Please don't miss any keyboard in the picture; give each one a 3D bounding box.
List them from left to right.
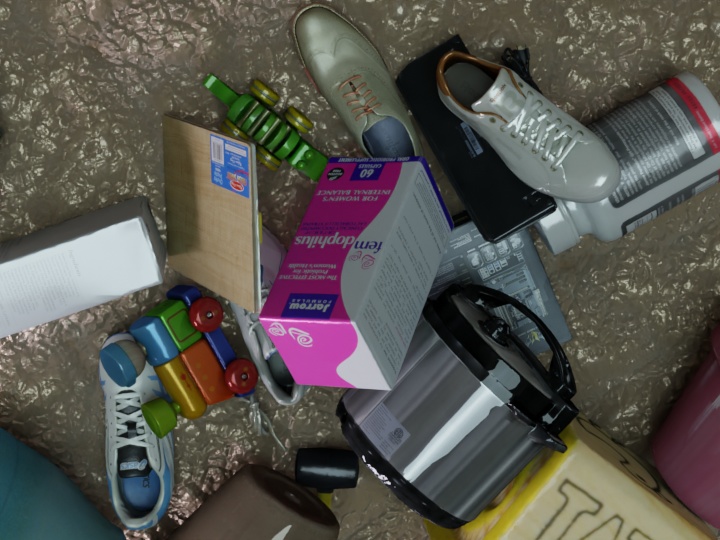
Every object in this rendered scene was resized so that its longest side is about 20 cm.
[{"bbox_3d":[0.128,-0.136,1.479,0.127,0.021,0.200,-30,74,8],"label":"keyboard"}]

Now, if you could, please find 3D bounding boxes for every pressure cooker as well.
[{"bbox_3d":[0.099,0.119,1.455,0.176,0.179,0.200,40,99,-11],"label":"pressure cooker"}]

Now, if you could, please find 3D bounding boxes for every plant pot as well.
[{"bbox_3d":[-0.335,0.267,1.504,0.188,0.200,0.200,33,99,-25],"label":"plant pot"},{"bbox_3d":[-0.113,0.289,1.520,0.200,0.200,0.175,31,97,-12],"label":"plant pot"},{"bbox_3d":[0.394,0.156,1.551,0.200,0.200,0.179,35,114,-13],"label":"plant pot"}]

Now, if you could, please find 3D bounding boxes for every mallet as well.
[{"bbox_3d":[-0.029,0.274,1.610,0.066,0.041,0.201,-4,109,-1],"label":"mallet"}]

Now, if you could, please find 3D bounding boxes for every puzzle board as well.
[{"bbox_3d":[-0.135,-0.056,1.436,0.017,0.200,0.151,-8,106,-28],"label":"puzzle board"}]

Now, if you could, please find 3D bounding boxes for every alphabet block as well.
[{"bbox_3d":[0.206,0.263,1.550,0.200,0.195,0.197,37,96,-14],"label":"alphabet block"}]

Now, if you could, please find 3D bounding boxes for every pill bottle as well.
[{"bbox_3d":[0.253,-0.097,1.503,0.200,0.111,0.111,-29,105,2],"label":"pill bottle"}]

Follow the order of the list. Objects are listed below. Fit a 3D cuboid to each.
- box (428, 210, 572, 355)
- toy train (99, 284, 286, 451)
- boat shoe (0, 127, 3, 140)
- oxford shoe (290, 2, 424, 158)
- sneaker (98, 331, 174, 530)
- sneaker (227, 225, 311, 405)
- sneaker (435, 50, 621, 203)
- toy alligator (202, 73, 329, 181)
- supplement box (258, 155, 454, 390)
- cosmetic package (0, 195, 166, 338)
[{"bbox_3d":[0.090,0.035,1.551,0.200,0.051,0.158,-25,105,0],"label":"box"},{"bbox_3d":[-0.159,0.125,1.512,0.116,0.085,0.200,-35,107,-23],"label":"toy train"},{"bbox_3d":[-0.367,-0.116,1.465,0.056,0.069,0.201,4,106,-26],"label":"boat shoe"},{"bbox_3d":[0.005,-0.166,1.479,0.071,0.074,0.200,-36,105,4],"label":"oxford shoe"},{"bbox_3d":[-0.220,0.159,1.541,0.072,0.072,0.201,-6,103,-3],"label":"sneaker"},{"bbox_3d":[-0.090,0.039,1.516,0.074,0.087,0.200,-23,104,2],"label":"sneaker"},{"bbox_3d":[0.145,-0.130,1.420,0.200,0.085,0.073,35,88,17],"label":"sneaker"},{"bbox_3d":[-0.068,-0.119,1.494,0.200,0.054,0.059,38,98,-13],"label":"toy alligator"},{"bbox_3d":[0.000,0.000,1.426,0.101,0.200,0.103,1,141,27],"label":"supplement box"},{"bbox_3d":[-0.287,0.001,1.480,0.199,0.102,0.074,-17,106,0],"label":"cosmetic package"}]
